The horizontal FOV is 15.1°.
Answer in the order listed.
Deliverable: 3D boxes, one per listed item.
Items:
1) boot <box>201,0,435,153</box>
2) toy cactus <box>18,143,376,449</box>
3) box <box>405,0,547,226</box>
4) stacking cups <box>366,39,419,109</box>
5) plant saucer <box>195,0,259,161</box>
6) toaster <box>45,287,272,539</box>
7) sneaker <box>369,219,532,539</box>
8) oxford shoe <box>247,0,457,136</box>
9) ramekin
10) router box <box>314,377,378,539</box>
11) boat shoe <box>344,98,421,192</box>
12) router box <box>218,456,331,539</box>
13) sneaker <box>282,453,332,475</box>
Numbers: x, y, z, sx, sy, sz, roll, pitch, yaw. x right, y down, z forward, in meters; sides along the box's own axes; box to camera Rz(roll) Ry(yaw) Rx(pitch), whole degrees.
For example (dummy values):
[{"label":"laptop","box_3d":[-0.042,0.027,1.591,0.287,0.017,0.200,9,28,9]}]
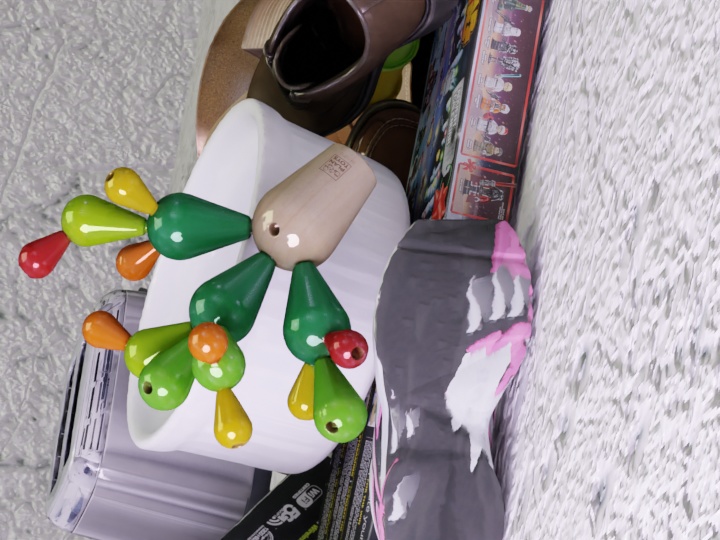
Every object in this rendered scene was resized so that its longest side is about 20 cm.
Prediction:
[{"label":"boot","box_3d":[-0.015,-0.085,1.730,0.155,0.077,0.201,5,74,39]},{"label":"toy cactus","box_3d":[-0.060,-0.003,1.349,0.165,0.200,0.102,-48,-33,-19]},{"label":"box","box_3d":[0.064,-0.101,1.509,0.137,0.040,0.201,132,150,-72]},{"label":"stacking cups","box_3d":[0.020,-0.171,1.558,0.200,0.060,0.061,114,165,-55]},{"label":"plant saucer","box_3d":[-0.049,-0.106,1.979,0.200,0.035,0.202,-7,-82,-57]},{"label":"toaster","box_3d":[-0.125,0.105,1.733,0.114,0.128,0.201,121,158,-55]},{"label":"sneaker","box_3d":[0.033,0.071,1.349,0.086,0.080,0.201,122,159,-70]},{"label":"oxford shoe","box_3d":[-0.028,-0.123,1.529,0.084,0.073,0.200,-30,-9,-33]},{"label":"ramekin","box_3d":[-0.050,0.015,1.500,0.200,0.097,0.202,-161,90,-74]},{"label":"router box","box_3d":[0.015,0.129,1.463,0.149,0.051,0.201,176,105,-79]},{"label":"boat shoe","box_3d":[0.019,0.003,1.597,0.068,0.071,0.201,-122,35,-71]},{"label":"router box","box_3d":[-0.069,0.222,1.623,0.150,0.062,0.201,-40,-21,-41]},{"label":"sneaker","box_3d":[-0.027,0.093,1.775,0.200,0.067,0.090,164,124,-79]}]
